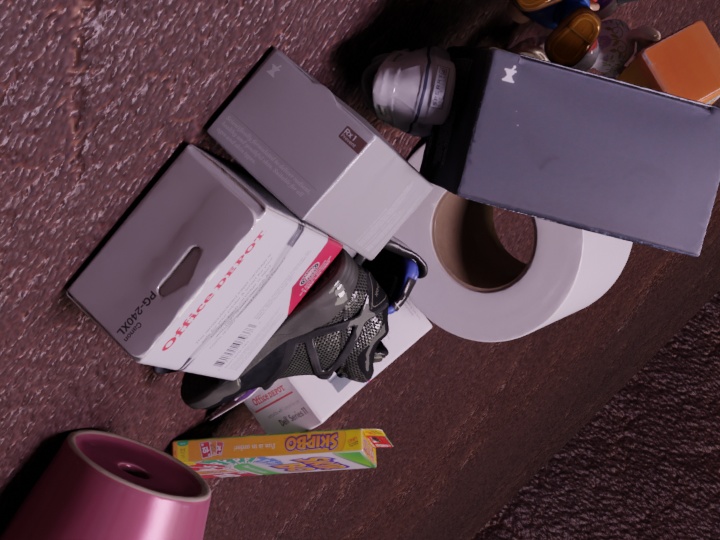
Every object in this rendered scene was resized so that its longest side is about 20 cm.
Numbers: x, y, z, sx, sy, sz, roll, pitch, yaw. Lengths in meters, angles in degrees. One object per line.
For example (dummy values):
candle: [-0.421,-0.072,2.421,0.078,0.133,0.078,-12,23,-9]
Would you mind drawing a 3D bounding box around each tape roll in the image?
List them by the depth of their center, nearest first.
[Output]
tape roll: [0.142,-0.043,1.717,0.203,0.203,0.139,-56,161,25]

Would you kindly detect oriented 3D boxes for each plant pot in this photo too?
plant pot: [-0.212,0.238,1.493,0.180,0.199,0.200,-66,161,7]

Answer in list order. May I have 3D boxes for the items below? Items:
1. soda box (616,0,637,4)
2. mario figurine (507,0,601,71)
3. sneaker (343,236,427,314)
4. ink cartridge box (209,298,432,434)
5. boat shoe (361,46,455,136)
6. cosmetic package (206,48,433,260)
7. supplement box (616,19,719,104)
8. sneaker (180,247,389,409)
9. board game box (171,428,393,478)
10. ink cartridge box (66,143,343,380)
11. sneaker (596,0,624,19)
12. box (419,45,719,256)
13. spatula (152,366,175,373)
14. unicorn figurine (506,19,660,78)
soda box: [0.240,-0.285,1.442,0.070,0.064,0.200,-9,162,-2]
mario figurine: [0.149,-0.217,1.501,0.200,0.105,0.124,-68,162,-71]
sneaker: [0.000,0.000,1.599,0.081,0.115,0.199,-46,163,-5]
ink cartridge box: [-0.039,0.098,1.744,0.200,0.067,0.117,-39,-177,-29]
boat shoe: [0.034,-0.150,1.446,0.200,0.066,0.074,-178,-80,-86]
cosmetic package: [-0.026,-0.082,1.368,0.090,0.107,0.200,-50,162,6]
supplement box: [0.267,-0.156,1.628,0.069,0.067,0.200,-30,175,-11]
sneaker: [-0.054,0.070,1.513,0.199,0.076,0.114,-38,125,19]
board game box: [-0.072,0.174,1.738,0.199,0.030,0.096,-7,164,7]
ink cartridge box: [-0.111,-0.002,1.366,0.145,0.083,0.200,-50,163,5]
sneaker: [0.210,-0.296,1.589,0.083,0.081,0.200,-1,147,-24]
box: [0.163,-0.097,1.433,0.200,0.196,0.118,-136,-120,-81]
spatula: [-0.135,0.081,1.597,0.057,0.020,0.200,-64,159,7]
unicorn figurine: [0.178,-0.187,1.652,0.199,0.074,0.137,-27,176,4]
